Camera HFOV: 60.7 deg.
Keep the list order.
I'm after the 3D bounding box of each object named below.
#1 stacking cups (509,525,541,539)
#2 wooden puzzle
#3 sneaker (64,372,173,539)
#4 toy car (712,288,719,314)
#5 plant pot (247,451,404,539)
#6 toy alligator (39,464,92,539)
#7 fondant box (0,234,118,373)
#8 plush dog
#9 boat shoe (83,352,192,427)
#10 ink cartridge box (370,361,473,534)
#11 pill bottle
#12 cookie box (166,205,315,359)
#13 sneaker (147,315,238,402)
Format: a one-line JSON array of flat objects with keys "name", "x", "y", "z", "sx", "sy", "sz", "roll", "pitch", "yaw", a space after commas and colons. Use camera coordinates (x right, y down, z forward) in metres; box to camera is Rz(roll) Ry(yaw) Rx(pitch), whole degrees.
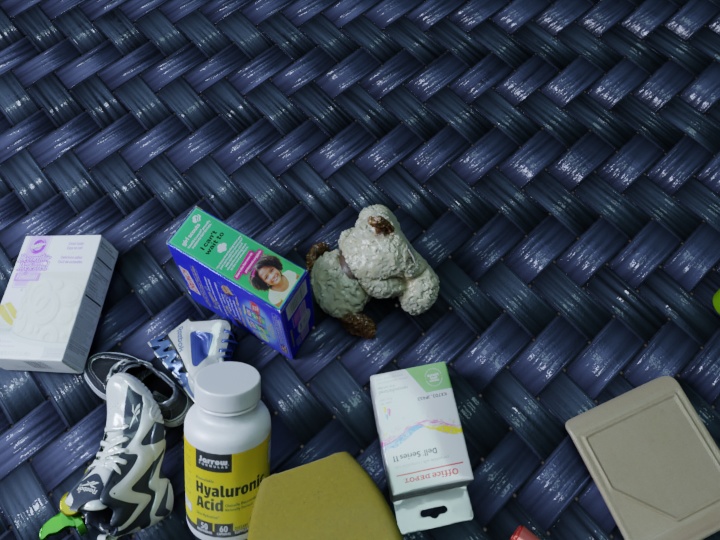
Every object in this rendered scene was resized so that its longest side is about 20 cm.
[{"name": "stacking cups", "x": 0.274, "y": 0.401, "z": 0.767, "sx": 0.198, "sy": 0.061, "sz": 0.061, "roll": 38, "pitch": 70, "yaw": 17}, {"name": "wooden puzzle", "x": 0.405, "y": 0.268, "z": 0.847, "sx": 0.180, "sy": 0.038, "sz": 0.204, "roll": -21, "pitch": 61, "yaw": -8}, {"name": "sneaker", "x": -0.316, "y": 0.243, "z": 0.778, "sx": 0.077, "sy": 0.129, "sz": 0.206, "roll": -4, "pitch": 96, "yaw": 25}, {"name": "toy car", "x": 0.639, "y": -0.035, "z": 0.924, "sx": 0.153, "sy": 0.166, "sz": 0.203, "roll": 19, "pitch": 56, "yaw": 10}, {"name": "plant pot", "x": -0.038, "y": 0.342, "z": 0.736, "sx": 0.189, "sy": 0.196, "sz": 0.204, "roll": -15, "pitch": 59, "yaw": -6}, {"name": "toy alligator", "x": -0.343, "y": 0.287, "z": 0.836, "sx": 0.054, "sy": 0.060, "sz": 0.201, "roll": 34, "pitch": 56, "yaw": 5}, {"name": "fondant box", "x": -0.470, "y": 0.048, "z": 0.941, "sx": 0.139, "sy": 0.059, "sz": 0.206, "roll": 0, "pitch": 63, "yaw": 12}, {"name": "plush dog", "x": 0.000, "y": 0.000, "z": 0.934, "sx": 0.171, "sy": 0.160, "sz": 0.202, "roll": -40, "pitch": 65, "yaw": 11}, {"name": "boat shoe", "x": -0.329, "y": 0.157, "z": 0.877, "sx": 0.196, "sy": 0.069, "sz": 0.072, "roll": 22, "pitch": 59, "yaw": 25}, {"name": "ink cartridge box", "x": 0.085, "y": 0.241, "z": 0.844, "sx": 0.113, "sy": 0.068, "sz": 0.206, "roll": -10, "pitch": 64, "yaw": -4}, {"name": "pill bottle", "x": -0.167, "y": 0.226, "z": 0.775, "sx": 0.107, "sy": 0.207, "sz": 0.112, "roll": 3, "pitch": 19, "yaw": -1}, {"name": "cookie box", "x": -0.168, "y": 0.022, "z": 0.898, "sx": 0.196, "sy": 0.173, "sz": 0.076, "roll": 28, "pitch": 64, "yaw": 14}, {"name": "sneaker", "x": -0.211, "y": 0.134, "z": 0.894, "sx": 0.199, "sy": 0.081, "sz": 0.115, "roll": 41, "pitch": 73, "yaw": 20}]
